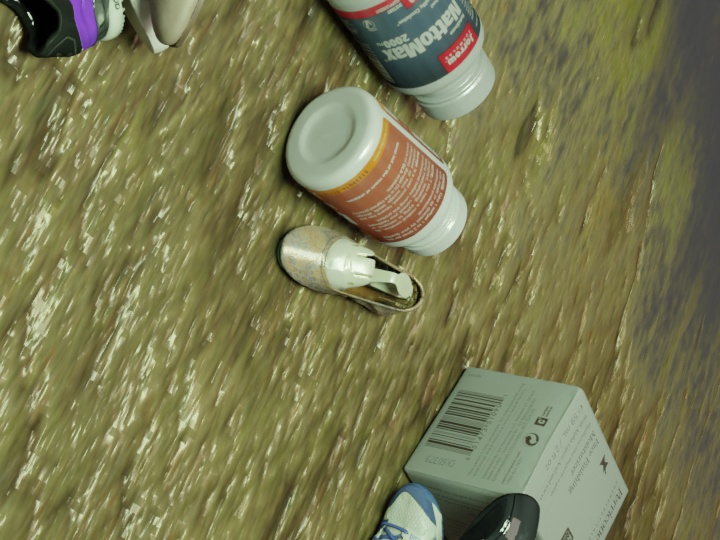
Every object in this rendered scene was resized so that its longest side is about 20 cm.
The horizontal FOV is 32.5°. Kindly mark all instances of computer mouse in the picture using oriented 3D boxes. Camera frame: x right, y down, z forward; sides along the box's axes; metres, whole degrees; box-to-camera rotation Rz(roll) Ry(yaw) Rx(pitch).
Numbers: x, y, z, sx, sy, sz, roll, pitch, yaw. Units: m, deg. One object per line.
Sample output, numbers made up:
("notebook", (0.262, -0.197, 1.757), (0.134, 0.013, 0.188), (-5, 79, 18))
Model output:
("computer mouse", (0.136, 0.335, 1.318), (0.200, 0.046, 0.140), (-43, 125, 5))

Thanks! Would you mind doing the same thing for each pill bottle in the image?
("pill bottle", (0.023, -0.092, 1.259), (0.200, 0.112, 0.112), (36, 67, -46))
("pill bottle", (0.058, -0.253, 1.277), (0.200, 0.119, 0.120), (48, 59, -42))

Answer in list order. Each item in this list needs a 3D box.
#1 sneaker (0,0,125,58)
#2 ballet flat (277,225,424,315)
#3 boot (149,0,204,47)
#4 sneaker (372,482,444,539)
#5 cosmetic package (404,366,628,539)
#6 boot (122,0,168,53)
("sneaker", (-0.253, -0.253, 0.937), (0.099, 0.069, 0.200), (-40, 123, -38))
("ballet flat", (0.000, 0.000, 1.276), (0.200, 0.067, 0.068), (21, 77, -49))
("boot", (-0.175, -0.284, 0.927), (0.146, 0.070, 0.200), (13, 88, -42))
("sneaker", (0.030, 0.327, 1.345), (0.088, 0.075, 0.200), (28, 72, -48))
("cosmetic package", (0.187, 0.248, 1.456), (0.165, 0.165, 0.200), (-55, 132, -29))
("boot", (-0.173, -0.283, 1.006), (0.090, 0.073, 0.200), (-28, 119, -13))
